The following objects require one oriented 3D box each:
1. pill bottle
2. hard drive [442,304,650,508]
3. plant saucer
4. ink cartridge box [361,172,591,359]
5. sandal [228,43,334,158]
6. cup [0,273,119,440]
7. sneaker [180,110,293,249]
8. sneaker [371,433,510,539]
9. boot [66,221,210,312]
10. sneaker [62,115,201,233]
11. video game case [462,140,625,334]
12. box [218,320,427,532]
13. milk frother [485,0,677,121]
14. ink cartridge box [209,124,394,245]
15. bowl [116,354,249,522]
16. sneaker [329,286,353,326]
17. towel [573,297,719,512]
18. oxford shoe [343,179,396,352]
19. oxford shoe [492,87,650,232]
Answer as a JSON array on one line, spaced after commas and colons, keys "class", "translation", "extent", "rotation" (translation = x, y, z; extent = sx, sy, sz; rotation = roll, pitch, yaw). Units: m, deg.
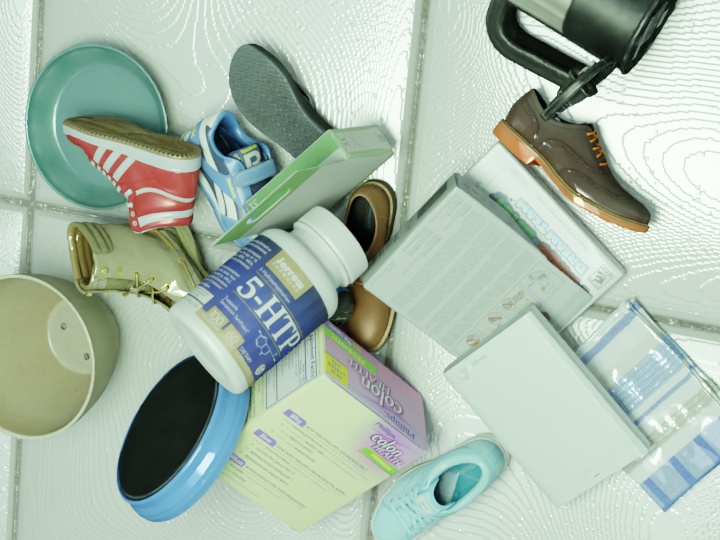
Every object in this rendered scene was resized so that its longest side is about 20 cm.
[{"class": "pill bottle", "translation": [-0.094, 0.026, 1.611], "extent": [0.200, 0.120, 0.120], "rotation": [-41, 82, -15]}, {"class": "hard drive", "translation": [0.202, 0.151, 1.640], "extent": [0.132, 0.026, 0.200], "rotation": [-38, 96, 27]}, {"class": "plant saucer", "translation": [-0.314, -0.175, 1.821], "extent": [0.199, 0.036, 0.201], "rotation": [4, 101, 22]}, {"class": "ink cartridge box", "translation": [0.126, 0.013, 1.647], "extent": [0.200, 0.057, 0.163], "rotation": [36, 114, -17]}, {"class": "sandal", "translation": [-0.078, -0.176, 1.728], "extent": [0.076, 0.043, 0.200], "rotation": [-39, 94, 30]}, {"class": "cup", "translation": [-0.374, 0.092, 1.834], "extent": [0.199, 0.143, 0.201], "rotation": [4, 101, 22]}, {"class": "sneaker", "translation": [-0.131, -0.097, 1.728], "extent": [0.200, 0.074, 0.082], "rotation": [54, 134, 6]}, {"class": "sneaker", "translation": [0.078, 0.256, 1.715], "extent": [0.200, 0.082, 0.074], "rotation": [-42, 82, 23]}, {"class": "boot", "translation": [-0.246, 0.022, 1.736], "extent": [0.073, 0.155, 0.201], "rotation": [-45, 61, 40]}, {"class": "sneaker", "translation": [-0.272, -0.111, 1.758], "extent": [0.199, 0.071, 0.113], "rotation": [21, 119, 30]}, {"class": "video game case", "translation": [0.160, -0.011, 1.659], "extent": [0.200, 0.024, 0.182], "rotation": [47, 112, 3]}, {"class": "box", "translation": [-0.057, 0.178, 1.702], "extent": [0.200, 0.097, 0.176], "rotation": [-35, 124, 24]}, {"class": "milk frother", "translation": [0.195, -0.263, 1.513], "extent": [0.188, 0.200, 0.181], "rotation": [33, 114, 14]}, {"class": "ink cartridge box", "translation": [-0.069, -0.093, 1.617], "extent": [0.145, 0.200, 0.048], "rotation": [-39, 76, 30]}, {"class": "bowl", "translation": [-0.204, 0.183, 1.681], "extent": [0.039, 0.201, 0.201], "rotation": [34, 116, -28]}, {"class": "sneaker", "translation": [-0.095, 0.029, 1.733], "extent": [0.199, 0.078, 0.090], "rotation": [-4, 88, 39]}, {"class": "towel", "translation": [0.311, 0.148, 1.635], "extent": [0.200, 0.024, 0.147], "rotation": [47, 113, 8]}, {"class": "oxford shoe", "translation": [0.000, 0.000, 1.708], "extent": [0.071, 0.071, 0.201], "rotation": [4, 103, 19]}, {"class": "oxford shoe", "translation": [0.236, -0.116, 1.593], "extent": [0.200, 0.071, 0.073], "rotation": [39, 106, 12]}]
